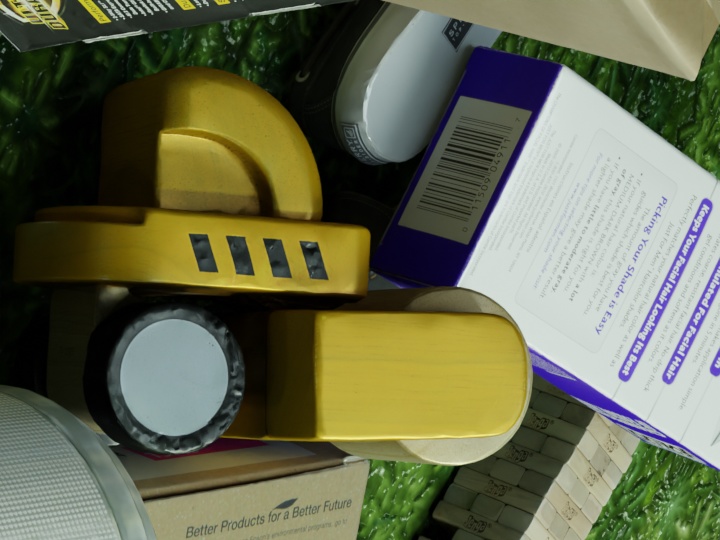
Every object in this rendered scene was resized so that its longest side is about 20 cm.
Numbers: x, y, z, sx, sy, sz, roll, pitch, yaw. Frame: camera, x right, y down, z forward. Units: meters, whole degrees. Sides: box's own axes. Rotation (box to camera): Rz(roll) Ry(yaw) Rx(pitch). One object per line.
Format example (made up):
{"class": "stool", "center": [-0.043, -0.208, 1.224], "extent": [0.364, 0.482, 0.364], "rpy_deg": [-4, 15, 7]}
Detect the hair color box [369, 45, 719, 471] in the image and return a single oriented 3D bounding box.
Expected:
{"class": "hair color box", "center": [0.107, -0.002, 1.256], "extent": [0.200, 0.065, 0.110], "rpy_deg": [32, 81, -37]}

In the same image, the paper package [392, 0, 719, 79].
{"class": "paper package", "center": [0.037, -0.176, 1.091], "extent": [0.191, 0.200, 0.104], "rpy_deg": [43, 71, -51]}

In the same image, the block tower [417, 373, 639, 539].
{"class": "block tower", "center": [0.064, 0.139, 1.408], "extent": [0.200, 0.058, 0.054], "rpy_deg": [-60, 143, -15]}

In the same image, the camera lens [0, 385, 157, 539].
{"class": "camera lens", "center": [-0.178, 0.124, 0.996], "extent": [0.200, 0.160, 0.161], "rpy_deg": [-3, 109, -47]}

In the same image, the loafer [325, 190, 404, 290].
{"class": "loafer", "center": [0.000, 0.000, 1.262], "extent": [0.200, 0.073, 0.073], "rpy_deg": [-28, 101, -40]}

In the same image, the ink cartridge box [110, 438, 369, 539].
{"class": "ink cartridge box", "center": [-0.096, 0.152, 1.192], "extent": [0.200, 0.075, 0.165], "rpy_deg": [-4, 108, -51]}

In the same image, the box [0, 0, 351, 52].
{"class": "box", "center": [-0.096, -0.153, 0.976], "extent": [0.200, 0.159, 0.049], "rpy_deg": [47, 46, -50]}

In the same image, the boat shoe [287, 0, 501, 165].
{"class": "boat shoe", "center": [0.039, -0.130, 1.248], "extent": [0.200, 0.057, 0.069], "rpy_deg": [-52, 131, -23]}

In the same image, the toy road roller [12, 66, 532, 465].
{"class": "toy road roller", "center": [-0.036, -0.001, 1.126], "extent": [0.199, 0.123, 0.147], "rpy_deg": [4, 87, -23]}
